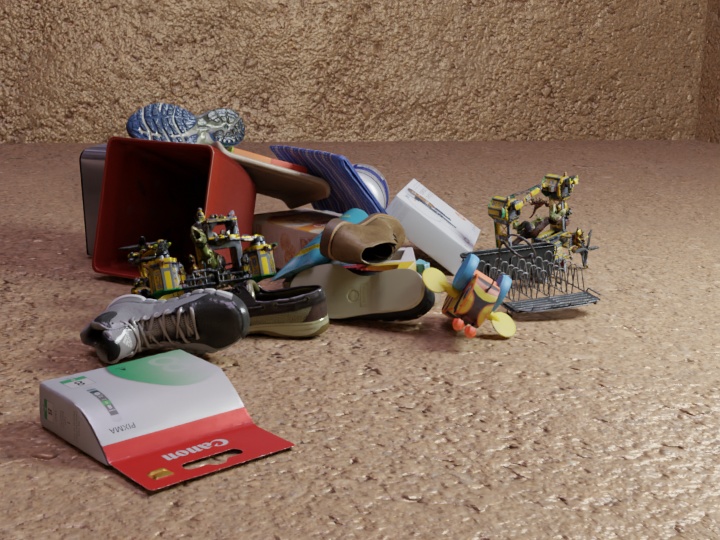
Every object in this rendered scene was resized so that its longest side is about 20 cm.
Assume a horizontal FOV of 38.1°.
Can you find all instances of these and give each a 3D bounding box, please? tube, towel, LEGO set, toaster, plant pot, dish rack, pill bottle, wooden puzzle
[{"bbox_3d":[-0.049,-0.032,1.479,0.077,0.051,0.200,-29,6,36],"label":"tube"},{"bbox_3d":[-0.051,-0.135,1.642,0.024,0.145,0.198,-50,35,-18],"label":"towel"},{"bbox_3d":[-0.213,-0.030,1.370,0.196,0.118,0.154,-10,-7,-18],"label":"LEGO set"},{"bbox_3d":[0.301,-0.067,1.642,0.198,0.157,0.115,-14,20,-39],"label":"LEGO set"},{"bbox_3d":[-0.359,-0.128,1.713,0.117,0.204,0.180,5,12,35],"label":"toaster"},{"bbox_3d":[-0.263,-0.081,1.578,0.196,0.204,0.175,8,0,28],"label":"plant pot"},{"bbox_3d":[0.241,0.013,1.473,0.150,0.056,0.200,-8,16,-14],"label":"dish rack"},{"bbox_3d":[-0.011,-0.126,1.920,0.117,0.122,0.200,3,13,6],"label":"pill bottle"},{"bbox_3d":[-0.164,-0.154,1.658,0.197,0.038,0.184,19,-12,-23],"label":"wooden puzzle"}]

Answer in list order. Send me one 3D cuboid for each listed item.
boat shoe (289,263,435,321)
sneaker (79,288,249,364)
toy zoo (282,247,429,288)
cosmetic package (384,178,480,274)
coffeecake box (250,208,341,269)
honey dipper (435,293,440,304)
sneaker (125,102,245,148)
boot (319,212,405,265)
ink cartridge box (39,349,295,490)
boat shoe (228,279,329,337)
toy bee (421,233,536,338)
[{"bbox_3d":[0.001,0.034,1.368,0.198,0.075,0.063,-1,-18,25],"label":"boat shoe"},{"bbox_3d":[-0.228,0.073,1.169,0.196,0.077,0.115,-4,14,25],"label":"sneaker"},{"bbox_3d":[0.000,0.000,1.466,0.196,0.021,0.131,-4,18,12],"label":"toy zoo"},{"bbox_3d":[0.120,-0.076,1.718,0.150,0.052,0.200,39,17,0],"label":"cosmetic package"},{"bbox_3d":[-0.074,-0.046,1.667,0.198,0.075,0.152,13,17,43],"label":"coffeecake box"},{"bbox_3d":[0.016,0.022,1.480,0.196,0.039,0.038,4,13,21],"label":"honey dipper"},{"bbox_3d":[-0.283,-0.210,1.647,0.197,0.079,0.085,0,-15,-37],"label":"sneaker"},{"bbox_3d":[0.023,-0.032,1.400,0.074,0.075,0.199,20,13,24],"label":"boot"},{"bbox_3d":[-0.179,0.130,0.957,0.159,0.051,0.198,-10,15,-42],"label":"ink cartridge box"},{"bbox_3d":[-0.136,0.043,1.295,0.196,0.066,0.073,0,15,-1],"label":"boat shoe"},{"bbox_3d":[0.132,0.033,1.281,0.129,0.110,0.201,25,-22,16],"label":"toy bee"}]
